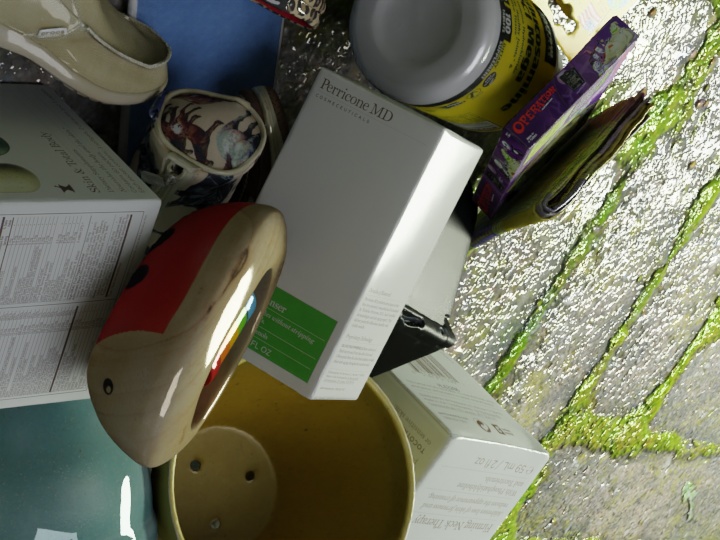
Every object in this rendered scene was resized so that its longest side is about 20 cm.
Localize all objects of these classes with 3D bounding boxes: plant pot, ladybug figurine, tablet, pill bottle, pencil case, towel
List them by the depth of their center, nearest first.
[{"bbox_3d":[-0.107,0.029,0.960,0.136,0.072,0.200,108,8,-47],"label":"ladybug figurine"},{"bbox_3d":[-0.140,-0.034,1.060,0.089,0.078,0.200,-34,165,-48],"label":"pencil case"},{"bbox_3d":[-0.240,0.120,1.073,0.200,0.200,0.135,-7,102,-41],"label":"plant pot"},{"bbox_3d":[-0.107,-0.161,1.073,0.130,0.014,0.200,-19,136,-34],"label":"tablet"},{"bbox_3d":[0.081,-0.165,1.159,0.113,0.112,0.200,-56,157,12],"label":"pill bottle"},{"bbox_3d":[-0.079,0.163,1.177,0.199,0.142,0.201,5,79,-29],"label":"plant pot"},{"bbox_3d":[0.154,-0.074,1.284,0.144,0.023,0.200,-47,-173,-20],"label":"towel"}]

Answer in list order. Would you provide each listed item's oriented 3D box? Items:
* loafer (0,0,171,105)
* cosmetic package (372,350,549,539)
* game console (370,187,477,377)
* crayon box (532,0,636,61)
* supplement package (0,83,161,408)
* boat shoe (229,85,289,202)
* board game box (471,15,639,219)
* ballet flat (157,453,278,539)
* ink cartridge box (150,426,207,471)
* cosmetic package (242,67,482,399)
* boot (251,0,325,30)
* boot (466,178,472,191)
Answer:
[{"bbox_3d":[-0.182,-0.160,0.943,0.068,0.076,0.200,-47,144,19],"label":"loafer"},{"bbox_3d":[0.024,0.183,1.392,0.167,0.166,0.200,17,112,-51],"label":"cosmetic package"},{"bbox_3d":[0.000,0.000,1.217,0.175,0.117,0.200,-23,158,17],"label":"game console"},{"bbox_3d":[0.202,-0.277,1.243,0.200,0.051,0.127,-48,143,0],"label":"crayon box"},{"bbox_3d":[-0.258,-0.016,0.938,0.200,0.152,0.151,-4,125,-43],"label":"supplement package"},{"bbox_3d":[-0.101,-0.046,1.125,0.075,0.075,0.203,-9,139,-22],"label":"boat shoe"},{"bbox_3d":[0.144,-0.111,1.183,0.120,0.032,0.200,-41,172,-11],"label":"board game box"},{"bbox_3d":[-0.128,0.223,1.287,0.200,0.063,0.069,-34,151,7],"label":"ballet flat"},{"bbox_3d":[-0.134,0.095,1.241,0.162,0.057,0.200,10,114,-48],"label":"ink cartridge box"},{"bbox_3d":[-0.014,-0.023,1.064,0.200,0.107,0.085,-65,157,6],"label":"cosmetic package"},{"bbox_3d":[-0.053,-0.249,0.981,0.200,0.073,0.151,21,96,-59],"label":"boot"},{"bbox_3d":[0.012,-0.068,1.245,0.132,0.070,0.200,-49,155,-1],"label":"boot"}]
